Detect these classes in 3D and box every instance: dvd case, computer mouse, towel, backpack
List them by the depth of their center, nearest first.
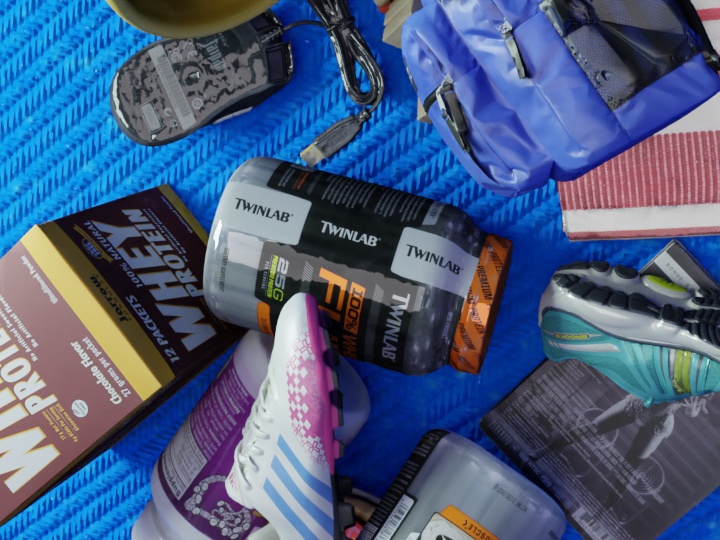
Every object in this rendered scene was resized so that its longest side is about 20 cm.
[{"bbox_3d":[0.103,-0.156,0.741,0.167,0.163,0.201,-29,88,0],"label":"backpack"},{"bbox_3d":[0.202,-0.123,0.830,0.142,0.023,0.203,-2,101,17],"label":"towel"},{"bbox_3d":[0.203,0.099,0.877,0.149,0.016,0.200,46,110,5],"label":"dvd case"},{"bbox_3d":[-0.077,-0.130,0.903,0.199,0.046,0.141,-31,89,10],"label":"computer mouse"}]

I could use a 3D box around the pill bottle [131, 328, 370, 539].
[{"bbox_3d":[-0.089,0.146,0.924,0.112,0.112,0.201,38,109,6],"label":"pill bottle"}]

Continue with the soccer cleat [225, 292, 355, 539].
[{"bbox_3d":[-0.051,0.114,0.812,0.085,0.070,0.202,-5,111,0],"label":"soccer cleat"}]

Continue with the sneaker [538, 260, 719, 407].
[{"bbox_3d":[0.217,0.055,0.830,0.198,0.078,0.080,19,125,17],"label":"sneaker"}]

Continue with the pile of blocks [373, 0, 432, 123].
[{"bbox_3d":[0.045,-0.188,0.853,0.062,0.081,0.202,-28,81,62],"label":"pile of blocks"}]

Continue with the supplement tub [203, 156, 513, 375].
[{"bbox_3d":[0.000,0.000,0.859,0.198,0.122,0.124,15,105,10],"label":"supplement tub"}]

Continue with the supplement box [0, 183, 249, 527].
[{"bbox_3d":[-0.207,0.059,0.895,0.197,0.200,0.133,-39,89,20],"label":"supplement box"}]

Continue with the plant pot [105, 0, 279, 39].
[{"bbox_3d":[-0.129,-0.290,0.808,0.201,0.200,0.189,-48,64,19],"label":"plant pot"}]

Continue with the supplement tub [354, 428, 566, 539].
[{"bbox_3d":[0.046,0.224,0.857,0.122,0.123,0.201,33,80,8],"label":"supplement tub"}]

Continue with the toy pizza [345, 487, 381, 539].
[{"bbox_3d":[-0.022,0.268,0.953,0.198,0.032,0.203,2,95,25],"label":"toy pizza"}]
